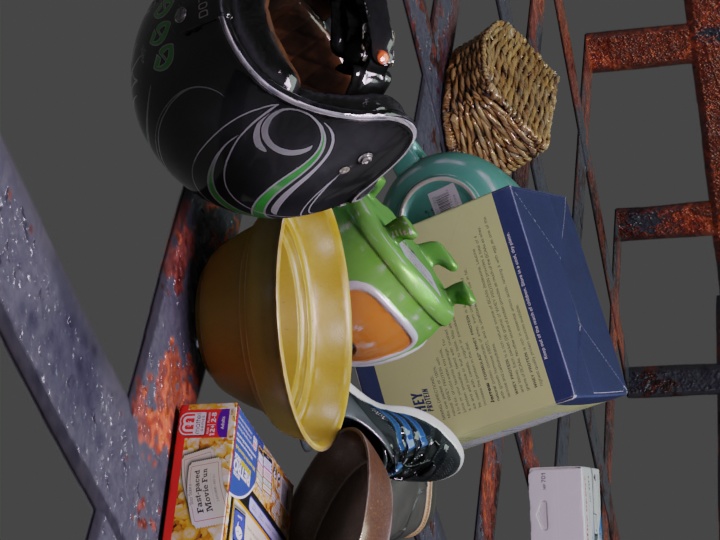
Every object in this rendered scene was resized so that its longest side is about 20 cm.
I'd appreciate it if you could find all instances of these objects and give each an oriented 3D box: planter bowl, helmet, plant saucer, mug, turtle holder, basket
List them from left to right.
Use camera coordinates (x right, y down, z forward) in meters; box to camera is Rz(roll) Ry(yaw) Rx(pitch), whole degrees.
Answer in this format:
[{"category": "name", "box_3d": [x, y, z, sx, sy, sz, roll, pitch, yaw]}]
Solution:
[{"category": "planter bowl", "box_3d": [-0.070, 0.036, 1.354, 0.200, 0.083, 0.201, -4, 90, -76]}, {"category": "helmet", "box_3d": [-0.056, -0.127, 1.231, 0.191, 0.200, 0.201, 139, -41, -57]}, {"category": "plant saucer", "box_3d": [-0.024, 0.217, 1.357, 0.200, 0.034, 0.201, -57, -159, 36]}, {"category": "turtle holder", "box_3d": [-0.003, -0.002, 1.534, 0.186, 0.132, 0.141, 56, 9, 36]}, {"category": "mug", "box_3d": [0.082, -0.052, 1.890, 0.152, 0.185, 0.114, -69, 162, 1]}, {"category": "basket", "box_3d": [0.150, -0.209, 2.319, 0.143, 0.149, 0.200, 43, 32, -19]}]

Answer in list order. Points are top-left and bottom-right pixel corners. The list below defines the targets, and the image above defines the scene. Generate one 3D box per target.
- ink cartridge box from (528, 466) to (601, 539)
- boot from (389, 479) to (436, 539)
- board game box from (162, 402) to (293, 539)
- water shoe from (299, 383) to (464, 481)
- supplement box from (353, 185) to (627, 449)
[{"category": "ink cartridge box", "box_3d": [0.313, 0.372, 2.771, 0.200, 0.086, 0.147, 28, 60, -75]}, {"category": "boot", "box_3d": [0.030, 0.166, 1.748, 0.138, 0.077, 0.201, -11, 96, -71]}, {"category": "board game box", "box_3d": [-0.095, 0.216, 1.287, 0.152, 0.046, 0.200, 64, 26, -57]}, {"category": "water shoe", "box_3d": [0.012, 0.153, 1.543, 0.200, 0.072, 0.079, 27, 30, -34]}, {"category": "supplement box", "box_3d": [0.105, 0.052, 1.671, 0.134, 0.199, 0.201, 6, 65, -61]}]
